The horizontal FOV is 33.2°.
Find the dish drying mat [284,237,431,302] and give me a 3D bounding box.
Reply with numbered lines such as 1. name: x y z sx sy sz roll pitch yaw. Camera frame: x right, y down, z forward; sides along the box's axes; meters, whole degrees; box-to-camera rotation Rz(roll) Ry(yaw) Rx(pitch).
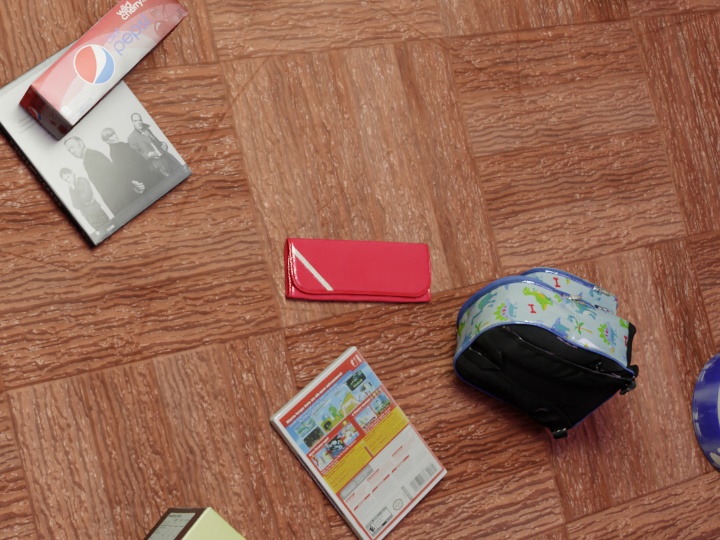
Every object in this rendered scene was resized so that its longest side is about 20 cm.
1. dish drying mat: 0.000 0.000 1.504 0.200 0.018 0.077 2 79 -27

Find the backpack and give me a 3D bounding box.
1. backpack: 0.221 0.088 1.516 0.200 0.183 0.147 24 47 -18

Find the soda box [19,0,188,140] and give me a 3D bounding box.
1. soda box: -0.284 -0.238 1.345 0.063 0.070 0.200 44 64 -12

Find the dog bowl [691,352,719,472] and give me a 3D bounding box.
1. dog bowl: 0.574 0.204 1.727 0.200 0.079 0.200 5 79 -27

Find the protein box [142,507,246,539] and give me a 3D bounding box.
1. protein box: -0.174 0.388 1.276 0.199 0.135 0.200 45 65 -12

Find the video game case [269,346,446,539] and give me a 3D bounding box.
1. video game case: 0.000 0.214 1.465 0.143 0.017 0.200 -40 100 -27

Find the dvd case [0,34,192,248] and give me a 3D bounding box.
1. dvd case: -0.306 -0.148 1.371 0.150 0.025 0.200 -41 99 -27
